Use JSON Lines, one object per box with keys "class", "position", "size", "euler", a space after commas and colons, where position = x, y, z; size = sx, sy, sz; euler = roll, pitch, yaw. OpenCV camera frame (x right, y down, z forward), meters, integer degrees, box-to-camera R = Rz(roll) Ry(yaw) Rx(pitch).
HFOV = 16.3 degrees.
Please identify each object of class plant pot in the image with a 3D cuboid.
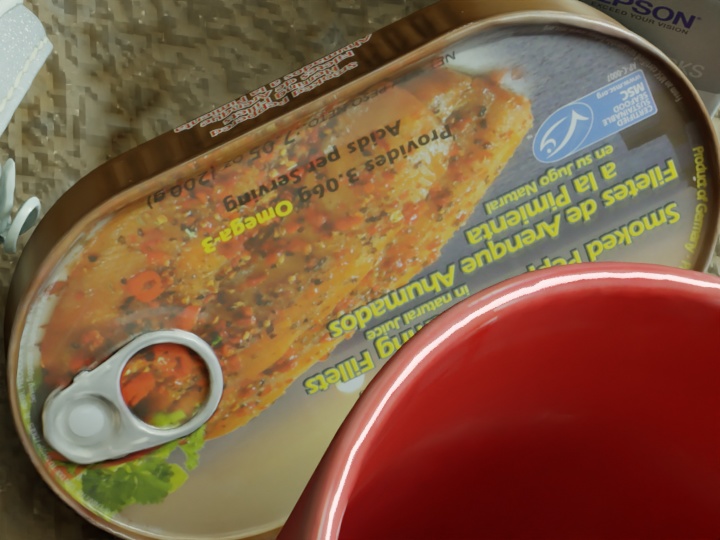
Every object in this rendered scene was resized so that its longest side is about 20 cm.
{"class": "plant pot", "position": [0.046, 0.121, 0.618], "size": [0.200, 0.177, 0.201], "euler": [9, 65, -20]}

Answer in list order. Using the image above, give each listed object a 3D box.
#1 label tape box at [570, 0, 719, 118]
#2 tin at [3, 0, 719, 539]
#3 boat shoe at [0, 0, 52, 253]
{"class": "label tape box", "position": [0.093, -0.118, 0.729], "size": [0.066, 0.200, 0.143], "euler": [19, 61, -3]}
{"class": "tin", "position": [0.000, 0.000, 0.674], "size": [0.200, 0.042, 0.112], "euler": [-25, 112, -3]}
{"class": "boat shoe", "position": [-0.129, 0.015, 0.652], "size": [0.065, 0.074, 0.202], "euler": [32, 62, -15]}
